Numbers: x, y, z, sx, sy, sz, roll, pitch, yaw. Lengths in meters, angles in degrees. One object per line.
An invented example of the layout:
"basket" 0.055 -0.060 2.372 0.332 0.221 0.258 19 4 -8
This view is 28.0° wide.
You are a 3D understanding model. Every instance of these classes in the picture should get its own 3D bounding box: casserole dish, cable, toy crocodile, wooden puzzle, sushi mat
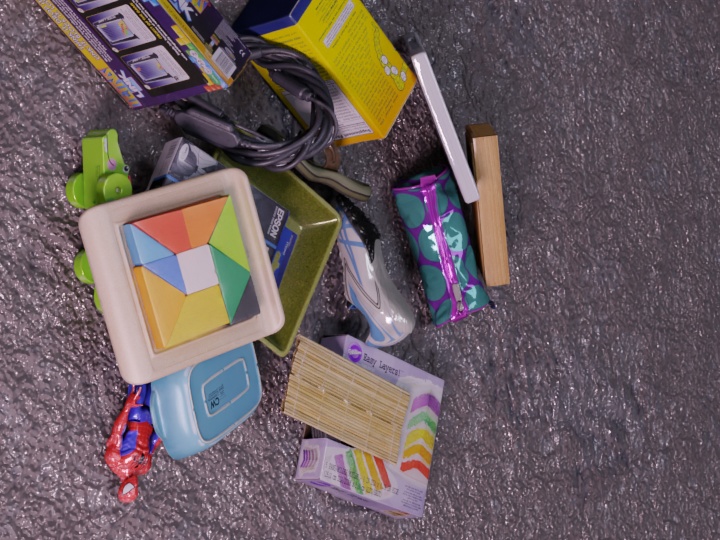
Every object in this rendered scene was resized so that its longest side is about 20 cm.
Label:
"casserole dish" -0.160 0.126 1.563 0.200 0.039 0.121 -33 115 -61
"cable" -0.117 -0.192 1.617 0.200 0.051 0.163 21 53 2
"toy crocodile" -0.259 -0.047 1.498 0.062 0.067 0.200 -7 92 -47
"wooden puzzle" -0.176 0.002 1.487 0.200 0.037 0.185 -20 99 -37
"sushi mat" -0.015 0.155 1.704 0.200 0.012 0.096 31 65 -39

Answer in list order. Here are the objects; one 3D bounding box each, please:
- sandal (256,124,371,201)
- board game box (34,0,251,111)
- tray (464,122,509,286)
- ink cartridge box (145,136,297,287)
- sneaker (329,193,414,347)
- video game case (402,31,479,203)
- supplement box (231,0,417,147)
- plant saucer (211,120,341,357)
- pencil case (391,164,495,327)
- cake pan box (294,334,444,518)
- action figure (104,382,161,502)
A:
"sandal" -0.053 -0.138 1.718 0.201 0.080 0.057 24 98 -52
"board game box" -0.234 -0.263 1.479 0.200 0.165 0.057 50 54 -31
"tray" 0.168 -0.089 1.922 0.099 0.037 0.200 -97 -178 -75
"ink cartridge box" -0.144 -0.051 1.569 0.200 0.039 0.100 34 60 -33
"sneaker" 0.000 0.000 1.759 0.072 0.072 0.200 13 52 -63
"video game case" 0.103 -0.200 1.859 0.182 0.024 0.200 -97 166 -73
"supplement box" -0.042 -0.256 1.727 0.200 0.109 0.110 50 52 -31
"plant saucer" -0.130 -0.033 1.645 0.200 0.048 0.200 41 57 -33
"pencil case" 0.106 -0.032 1.872 0.085 0.092 0.200 -19 100 -1
"cake pan box" 0.012 0.192 1.773 0.200 0.052 0.185 29 62 -40
"action figure" -0.229 0.145 1.523 0.065 0.052 0.200 26 69 -48
